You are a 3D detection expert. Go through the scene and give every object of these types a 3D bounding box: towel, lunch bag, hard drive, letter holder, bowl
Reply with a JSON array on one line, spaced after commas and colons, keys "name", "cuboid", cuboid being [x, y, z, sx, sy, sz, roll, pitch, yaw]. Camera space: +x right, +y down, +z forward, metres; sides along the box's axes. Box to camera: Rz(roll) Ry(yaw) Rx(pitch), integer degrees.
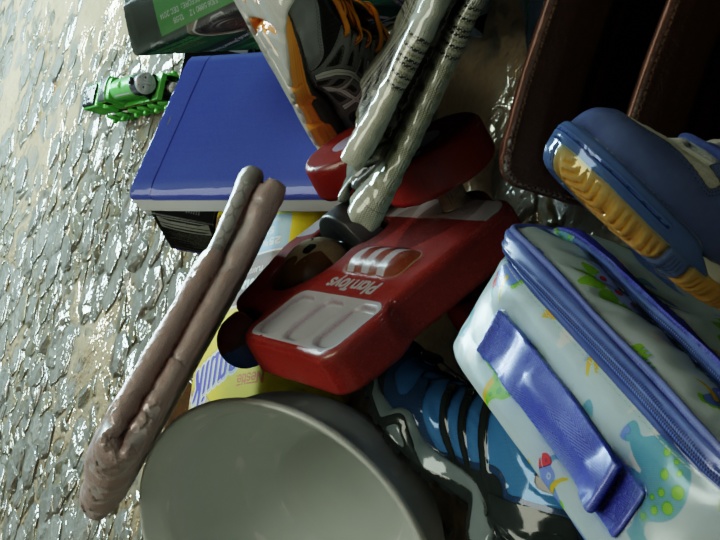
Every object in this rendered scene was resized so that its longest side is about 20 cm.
[{"name": "towel", "cuboid": [0.034, -0.137, 0.658, 0.193, 0.034, 0.201, -86, 19, -65]}, {"name": "lunch bag", "cuboid": [0.134, 0.062, 0.518, 0.083, 0.160, 0.200, -64, 30, 20]}, {"name": "hard drive", "cuboid": [-0.055, -0.100, 0.926, 0.199, 0.025, 0.132, 1, 57, 28]}, {"name": "towel", "cuboid": [-0.112, 0.050, 0.793, 0.192, 0.032, 0.200, -63, 3, -23]}, {"name": "letter holder", "cuboid": [0.162, -0.104, 0.561, 0.101, 0.142, 0.201, 39, 111, 59]}, {"name": "bowl", "cuboid": [-0.027, 0.151, 0.792, 0.201, 0.201, 0.090, -54, -9, 34]}]

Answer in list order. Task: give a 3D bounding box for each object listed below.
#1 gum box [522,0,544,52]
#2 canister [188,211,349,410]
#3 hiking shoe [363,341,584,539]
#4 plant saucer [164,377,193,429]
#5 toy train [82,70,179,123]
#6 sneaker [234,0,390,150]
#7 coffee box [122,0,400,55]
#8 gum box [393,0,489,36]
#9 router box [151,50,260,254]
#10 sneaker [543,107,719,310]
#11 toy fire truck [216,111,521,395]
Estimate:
[{"name": "gum box", "cuboid": [0.110, -0.213, 0.695, 0.200, 0.044, 0.171, 81, -173, -62]}, {"name": "canister", "cuboid": [-0.061, 0.048, 0.944, 0.148, 0.086, 0.201, -19, 60, 53]}, {"name": "hiking shoe", "cuboid": [0.075, 0.088, 0.716, 0.087, 0.074, 0.200, -58, 43, 16]}, {"name": "plant saucer", "cuboid": [-0.120, 0.074, 1.091, 0.200, 0.034, 0.201, -31, 52, 51]}, {"name": "toy train", "cuboid": [-0.247, -0.189, 1.407, 0.200, 0.056, 0.042, 1, 79, 61]}, {"name": "sneaker", "cuboid": [-0.019, -0.135, 0.780, 0.077, 0.200, 0.079, -28, 75, 3]}, {"name": "coffee box", "cuboid": [-0.042, -0.181, 0.883, 0.123, 0.199, 0.044, -11, 91, 45]}, {"name": "gum box", "cuboid": [0.052, -0.263, 0.795, 0.044, 0.170, 0.201, 16, 91, 27]}, {"name": "router box", "cuboid": [-0.120, -0.122, 1.086, 0.157, 0.052, 0.201, 103, 178, -80]}, {"name": "sneaker", "cuboid": [0.154, -0.028, 0.486, 0.088, 0.199, 0.075, -56, 36, 17]}, {"name": "toy fire truck", "cuboid": [0.000, 0.000, 0.748, 0.168, 0.112, 0.200, -37, 20, -22]}]
